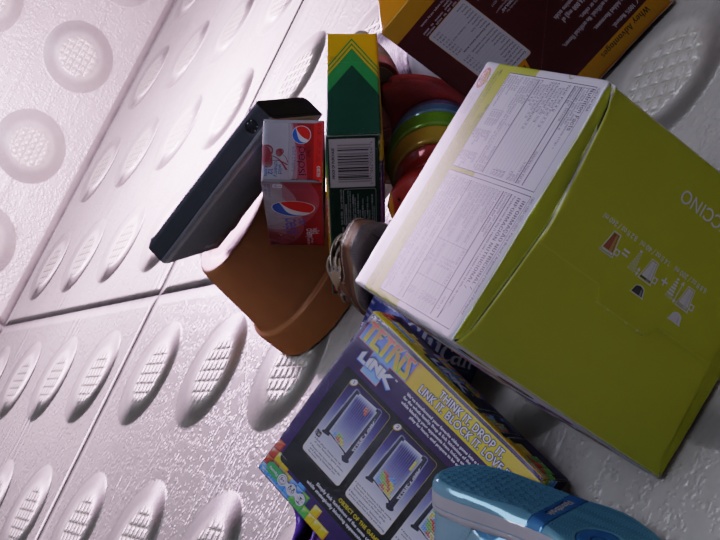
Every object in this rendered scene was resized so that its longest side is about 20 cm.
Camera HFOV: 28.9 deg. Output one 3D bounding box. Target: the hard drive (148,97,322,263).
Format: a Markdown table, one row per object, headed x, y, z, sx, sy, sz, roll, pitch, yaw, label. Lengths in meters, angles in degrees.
| x | y | z | sx | sy | sz | roll | pitch | yaw | label |
| --- | --- | --- | --- | --- | --- | --- | --- | --- | --- |
| -0.134 | -0.098 | 1.497 | 0.200 | 0.033 | 0.139 | -50 | -9 | 20 | hard drive |

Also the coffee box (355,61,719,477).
| x | y | z | sx | sy | sz | roll | pitch | yaw | label |
| --- | --- | --- | --- | --- | --- | --- | --- | --- | --- |
| 0.151 | -0.007 | 1.014 | 0.201 | 0.199 | 0.198 | -58 | 23 | -2 | coffee box |

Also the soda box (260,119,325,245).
| x | y | z | sx | sy | sz | roll | pitch | yaw | label |
| --- | --- | --- | --- | --- | --- | --- | --- | --- | --- |
| -0.067 | -0.087 | 1.449 | 0.200 | 0.062 | 0.071 | 92 | 179 | -74 | soda box |

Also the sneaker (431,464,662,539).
| x | y | z | sx | sy | sz | roll | pitch | yaw | label |
| --- | --- | --- | --- | --- | --- | --- | --- | --- | --- |
| 0.128 | 0.223 | 0.954 | 0.199 | 0.079 | 0.132 | 19 | 110 | 45 | sneaker |

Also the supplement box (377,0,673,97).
| x | y | z | sx | sy | sz | roll | pitch | yaw | label |
| --- | --- | --- | --- | --- | --- | --- | --- | --- | --- |
| 0.153 | -0.271 | 1.348 | 0.197 | 0.199 | 0.133 | -47 | 24 | 25 | supplement box |

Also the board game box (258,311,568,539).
| x | y | z | sx | sy | sz | roll | pitch | yaw | label |
| --- | --- | --- | --- | --- | --- | --- | --- | --- | --- |
| 0.037 | 0.159 | 1.094 | 0.200 | 0.057 | 0.166 | 44 | 103 | 29 | board game box |

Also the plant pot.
| x | y | z | sx | sy | sz | roll | pitch | yaw | label |
| --- | --- | --- | --- | --- | --- | --- | --- | --- | --- |
| -0.092 | -0.022 | 1.625 | 0.200 | 0.139 | 0.201 | -44 | 27 | 30 | plant pot |

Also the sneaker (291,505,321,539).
| x | y | z | sx | sy | sz | roll | pitch | yaw | label |
| --- | --- | --- | --- | --- | --- | --- | --- | --- | --- |
| -0.029 | 0.261 | 1.162 | 0.081 | 0.083 | 0.202 | -43 | 49 | 40 | sneaker |

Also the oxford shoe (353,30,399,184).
| x | y | z | sx | sy | sz | roll | pitch | yaw | label |
| --- | --- | --- | --- | --- | --- | --- | --- | --- | --- |
| 0.027 | -0.179 | 1.542 | 0.070 | 0.201 | 0.075 | -13 | 51 | -1 | oxford shoe |

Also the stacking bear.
| x | y | z | sx | sy | sz | roll | pitch | yaw | label |
| --- | --- | --- | --- | --- | --- | --- | --- | --- | --- |
| 0.072 | -0.099 | 1.393 | 0.201 | 0.112 | 0.123 | -85 | -6 | -58 | stacking bear |

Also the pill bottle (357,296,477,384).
| x | y | z | sx | sy | sz | roll | pitch | yaw | label |
| --- | --- | --- | --- | --- | --- | --- | --- | --- | --- |
| 0.069 | 0.025 | 1.224 | 0.202 | 0.110 | 0.111 | -67 | 22 | 5 | pill bottle |

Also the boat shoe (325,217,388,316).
| x | y | z | sx | sy | sz | roll | pitch | yaw | label |
| --- | --- | --- | --- | --- | --- | --- | --- | --- | --- |
| 0.000 | 0.000 | 1.294 | 0.076 | 0.071 | 0.200 | -59 | -17 | -15 | boat shoe |

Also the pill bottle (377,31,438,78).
| x | y | z | sx | sy | sz | roll | pitch | yaw | label |
| --- | --- | --- | --- | --- | --- | --- | --- | --- | --- |
| 0.082 | -0.232 | 1.564 | 0.199 | 0.112 | 0.114 | -10 | 51 | 62 | pill bottle |

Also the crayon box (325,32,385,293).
| x | y | z | sx | sy | sz | roll | pitch | yaw | label |
| --- | --- | --- | --- | --- | --- | --- | --- | --- | --- |
| -0.006 | -0.109 | 1.418 | 0.174 | 0.057 | 0.202 | -93 | 1 | -48 | crayon box |
